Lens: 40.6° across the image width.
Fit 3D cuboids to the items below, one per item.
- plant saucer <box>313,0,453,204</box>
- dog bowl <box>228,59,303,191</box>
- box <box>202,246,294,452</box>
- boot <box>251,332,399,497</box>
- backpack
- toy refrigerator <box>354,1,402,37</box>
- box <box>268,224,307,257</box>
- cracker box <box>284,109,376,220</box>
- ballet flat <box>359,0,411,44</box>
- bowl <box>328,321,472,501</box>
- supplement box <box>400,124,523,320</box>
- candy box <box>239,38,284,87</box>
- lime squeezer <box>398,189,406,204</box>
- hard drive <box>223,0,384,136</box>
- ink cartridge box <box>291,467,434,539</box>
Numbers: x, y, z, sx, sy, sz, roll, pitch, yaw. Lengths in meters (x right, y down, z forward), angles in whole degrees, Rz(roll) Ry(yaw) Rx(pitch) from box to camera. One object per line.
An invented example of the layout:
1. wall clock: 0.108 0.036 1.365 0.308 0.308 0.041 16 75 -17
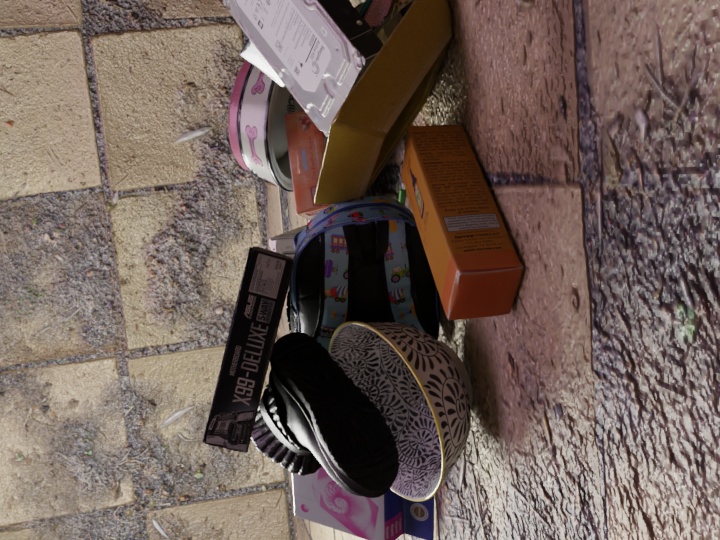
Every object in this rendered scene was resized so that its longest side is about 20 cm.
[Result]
1. plant saucer: 0.030 -0.170 1.010 0.201 0.048 0.200 -57 -4 -21
2. dog bowl: -0.110 -0.214 1.330 0.200 0.073 0.204 12 -90 -69
3. box: -0.119 0.077 1.042 0.158 0.049 0.204 -166 90 -83
4. boot: -0.043 0.188 1.061 0.212 0.078 0.159 54 143 32
5. backpack: 0.000 0.000 1.100 0.136 0.179 0.202 -102 6 -48
6. toy refrigerator: -0.005 -0.288 1.210 0.071 0.075 0.200 59 174 -10
7. box: -0.055 -0.027 1.421 0.200 0.067 0.084 -30 -65 -63
8. cracker box: -0.034 -0.128 1.331 0.200 0.057 0.137 20 -120 -69
9. ballet flat: 0.014 -0.256 1.057 0.200 0.071 0.070 -48 15 38
10. bowl: 0.058 0.132 1.039 0.200 0.093 0.204 37 138 42
11. supplement box: 0.090 -0.051 0.919 0.067 0.067 0.202 97 162 -47
12. candy box: -0.047 -0.336 1.138 0.169 0.071 0.200 -62 13 -27
13. lime squeezer: 0.047 -0.014 1.280 0.202 0.037 0.071 97 -166 -53
14. hard drive: -0.065 -0.258 1.024 0.201 0.038 0.140 52 149 8
15. ink cartridge box: -0.001 0.254 1.261 0.043 0.197 0.200 -35 -51 -54
